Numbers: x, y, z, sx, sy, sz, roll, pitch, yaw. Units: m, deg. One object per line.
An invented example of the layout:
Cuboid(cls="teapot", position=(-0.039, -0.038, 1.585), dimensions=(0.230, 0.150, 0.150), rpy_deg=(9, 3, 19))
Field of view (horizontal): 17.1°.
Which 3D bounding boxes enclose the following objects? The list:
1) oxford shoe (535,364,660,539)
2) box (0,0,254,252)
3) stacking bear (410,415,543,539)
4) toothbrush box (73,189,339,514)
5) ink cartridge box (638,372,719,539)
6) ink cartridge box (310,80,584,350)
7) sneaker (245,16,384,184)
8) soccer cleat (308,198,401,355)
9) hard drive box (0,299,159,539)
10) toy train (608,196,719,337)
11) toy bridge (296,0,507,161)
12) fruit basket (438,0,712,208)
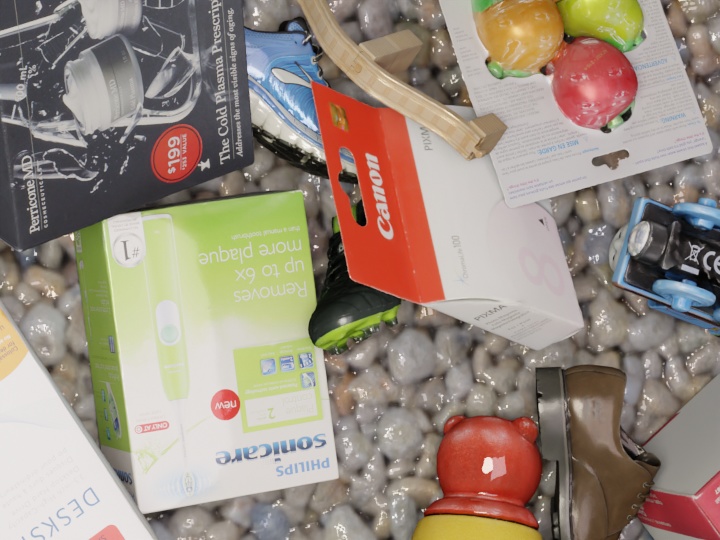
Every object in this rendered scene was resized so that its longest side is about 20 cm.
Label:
Cuboid(cls="oxford shoe", position=(0.173, 0.164, 1.689), dimensions=(0.084, 0.073, 0.201), rpy_deg=(-6, 107, 3))
Cuboid(cls="box", position=(-0.173, -0.142, 1.497), dimensions=(0.182, 0.104, 0.201), rpy_deg=(-23, 124, -30))
Cuboid(cls="stacking bear", position=(0.084, 0.202, 1.688), dimensions=(0.114, 0.121, 0.201), rpy_deg=(26, 66, -51))
Cuboid(cls="toothbrush box", position=(-0.106, 0.052, 1.628), dimensions=(0.145, 0.086, 0.201), rpy_deg=(-7, 94, -21))
Cuboid(cls="ink cartridge box", position=(0.315, 0.188, 1.753), dimensions=(0.145, 0.145, 0.200), rpy_deg=(-40, 103, -15))
Cuboid(cls="ink cartridge box", position=(0.061, -0.044, 1.631), dimensions=(0.200, 0.057, 0.163), rpy_deg=(25, 44, -48))
Cuboid(cls="sneaker", position=(-0.044, -0.127, 1.655), dimensions=(0.200, 0.079, 0.089), rpy_deg=(33, 82, -17))
Cuboid(cls="soccer cleat", position=(0.000, 0.000, 1.629), dimensions=(0.067, 0.200, 0.081), rpy_deg=(-28, 95, 23))
Cuboid(cls="hard drive box", position=(-0.243, 0.138, 1.501), dimensions=(0.156, 0.077, 0.200), rpy_deg=(-36, 102, -16))
Cuboid(cls="toy train", position=(0.271, 0.009, 1.753), dimensions=(0.199, 0.114, 0.087), rpy_deg=(19, 80, -20))
Cuboid(cls="toy bridge", position=(0.015, -0.145, 1.637), dimensions=(0.200, 0.027, 0.067), rpy_deg=(45, 34, 17))
Cuboid(cls="fruit basket", position=(0.144, -0.157, 1.701), dimensions=(0.185, 0.094, 0.201), rpy_deg=(-17, 89, -28))
